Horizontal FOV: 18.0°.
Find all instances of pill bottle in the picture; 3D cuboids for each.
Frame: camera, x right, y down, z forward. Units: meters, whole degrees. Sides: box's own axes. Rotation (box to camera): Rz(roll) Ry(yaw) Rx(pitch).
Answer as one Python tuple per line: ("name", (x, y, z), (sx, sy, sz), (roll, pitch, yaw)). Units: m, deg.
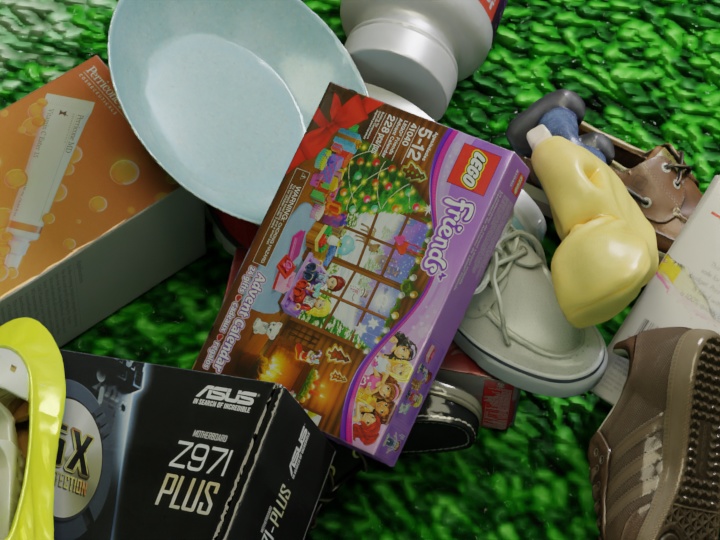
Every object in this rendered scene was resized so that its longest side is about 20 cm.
("pill bottle", (0.050, -0.202, 1.603), (0.110, 0.112, 0.201), (16, 58, 8))

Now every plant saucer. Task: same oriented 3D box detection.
("plant saucer", (-0.082, -0.108, 1.476), (0.200, 0.039, 0.202), (19, 52, -26))

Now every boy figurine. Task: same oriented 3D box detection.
("boy figurine", (0.143, -0.030, 1.408), (0.064, 0.125, 0.201), (-30, 32, 15))

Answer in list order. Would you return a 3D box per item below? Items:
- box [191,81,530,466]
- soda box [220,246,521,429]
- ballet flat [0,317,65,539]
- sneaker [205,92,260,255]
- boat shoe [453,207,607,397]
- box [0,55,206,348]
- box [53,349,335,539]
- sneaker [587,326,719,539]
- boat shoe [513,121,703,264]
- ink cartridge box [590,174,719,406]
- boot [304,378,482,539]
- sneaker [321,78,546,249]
("box", (0.000, 0.000, 1.379), (0.136, 0.039, 0.201), (22, 83, 25))
("soda box", (0.009, 0.044, 1.469), (0.198, 0.064, 0.070), (10, 55, 4))
("ballet flat", (-0.206, 0.098, 1.297), (0.066, 0.067, 0.201), (-20, 52, 19))
("sneaker", (-0.084, -0.077, 1.533), (0.077, 0.085, 0.200), (-35, 64, -21))
("boat shoe", (0.077, -0.008, 1.417), (0.074, 0.086, 0.202), (-35, 63, -23))
("box", (-0.215, -0.027, 1.488), (0.199, 0.098, 0.124), (-34, 65, -22))
("box", (-0.139, 0.144, 1.335), (0.198, 0.086, 0.165), (8, 63, 29))
("sneaker", (0.173, 0.133, 1.376), (0.075, 0.070, 0.202), (1, 70, 43))
("boat shoe", (0.193, -0.050, 1.519), (0.198, 0.069, 0.072), (21, 18, 10))
("ink cartridge box", (0.245, 0.023, 1.438), (0.116, 0.067, 0.201), (33, 91, 17))
("boot", (-0.027, 0.143, 1.398), (0.201, 0.074, 0.155), (-1, 58, 8))
("sneaker", (0.025, -0.057, 1.531), (0.199, 0.074, 0.082), (32, 58, 19))
